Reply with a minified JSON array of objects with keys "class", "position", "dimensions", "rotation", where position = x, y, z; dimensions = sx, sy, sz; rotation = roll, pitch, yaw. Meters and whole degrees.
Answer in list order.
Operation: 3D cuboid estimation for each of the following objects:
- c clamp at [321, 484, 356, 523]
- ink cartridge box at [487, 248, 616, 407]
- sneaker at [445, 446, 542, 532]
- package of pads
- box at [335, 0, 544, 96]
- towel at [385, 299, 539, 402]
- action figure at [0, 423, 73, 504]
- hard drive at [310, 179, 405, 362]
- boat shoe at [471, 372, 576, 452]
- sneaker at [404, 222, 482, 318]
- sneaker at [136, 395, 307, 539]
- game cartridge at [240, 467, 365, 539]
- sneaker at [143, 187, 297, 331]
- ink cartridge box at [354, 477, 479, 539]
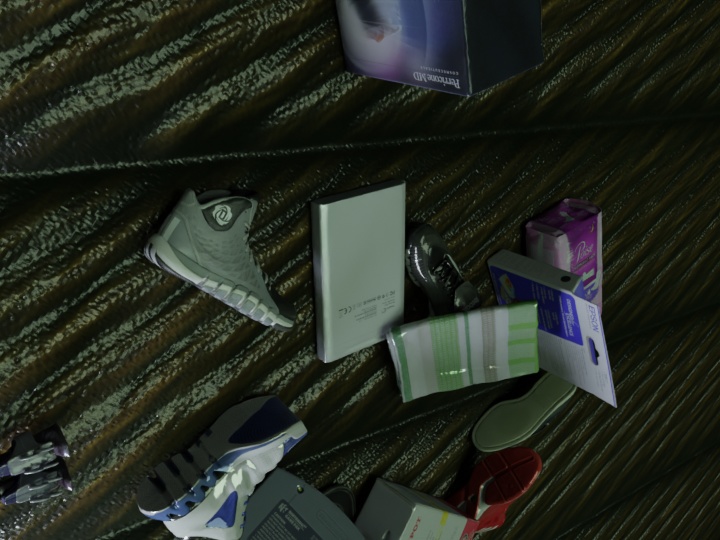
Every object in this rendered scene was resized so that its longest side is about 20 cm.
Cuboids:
[{"class":"c clamp","position":[-0.069,0.378,1.044],"dimensions":[0.169,0.027,0.204],"rotation":[-29,123,-35]},{"class":"ink cartridge box","position":[0.285,0.080,1.105],"dimensions":[0.043,0.199,0.200],"rotation":[-37,128,-21]},{"class":"sneaker","position":[0.221,0.354,1.232],"dimensions":[0.199,0.079,0.115],"rotation":[-40,148,19]},{"class":"package of pads","position":[0.317,0.003,1.187],"dimensions":[0.119,0.075,0.203],"rotation":[-29,124,-32]},{"class":"box","position":[0.070,-0.298,0.765],"dimensions":[0.122,0.199,0.202],"rotation":[-29,124,-28]},{"class":"towel","position":[0.139,0.110,1.014],"dimensions":[0.196,0.031,0.151],"rotation":[-11,137,3]},{"class":"action figure","position":[-0.364,0.200,0.686],"dimensions":[0.197,0.069,0.133],"rotation":[-17,123,-32]},{"class":"hard drive","position":[0.000,0.000,0.946],"dimensions":[0.130,0.027,0.204],"rotation":[-18,119,-34]},{"class":"boat shoe","position":[0.265,0.236,1.239],"dimensions":[0.198,0.074,0.067],"rotation":[-37,146,-14]},{"class":"sneaker","position":[0.119,0.025,1.014],"dimensions":[0.066,0.090,0.202],"rotation":[-38,128,-23]},{"class":"sneaker","position":[-0.150,0.241,0.887],"dimensions":[0.198,0.080,0.117],"rotation":[-32,129,-19]},{"class":"game cartridge","position":[-0.066,0.347,0.933],"dimensions":[0.133,0.200,0.041],"rotation":[-43,172,-21]},{"class":"sneaker","position":[-0.119,-0.020,0.805],"dimensions":[0.199,0.074,0.117],"rotation":[34,82,-42]},{"class":"ink cartridge box","position":[0.071,0.400,1.117],"dimensions":[0.199,0.083,0.147],"rotation":[34,81,-48]}]
